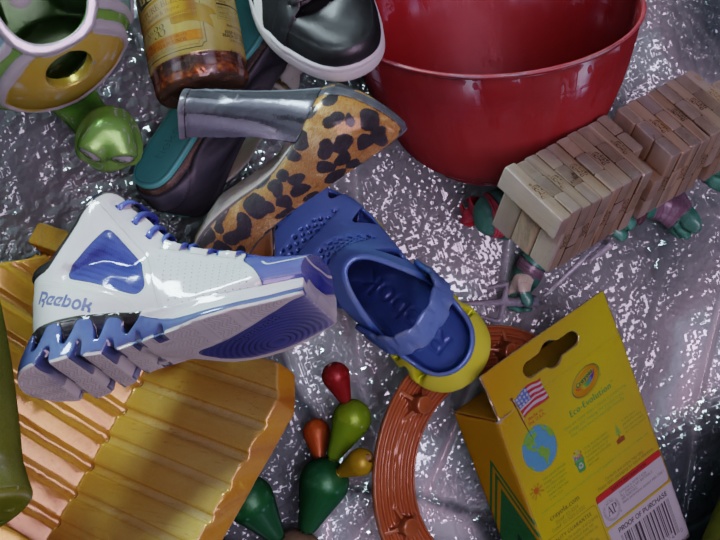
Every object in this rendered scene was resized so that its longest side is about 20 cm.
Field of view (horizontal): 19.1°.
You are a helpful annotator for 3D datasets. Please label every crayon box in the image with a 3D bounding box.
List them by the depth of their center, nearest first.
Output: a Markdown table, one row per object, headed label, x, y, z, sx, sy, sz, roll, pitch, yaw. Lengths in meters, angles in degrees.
| label | x | y | z | sx | sy | sz | roll | pitch | yaw |
| --- | --- | --- | --- | --- | --- | --- | --- | --- | --- |
| crayon box | 0.144 | 0.127 | 1.481 | 0.127 | 0.051 | 0.201 | -32 | 112 | -30 |

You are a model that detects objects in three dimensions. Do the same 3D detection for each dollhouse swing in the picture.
| label | x | y | z | sx | sy | sz | roll | pitch | yaw |
| --- | --- | --- | --- | --- | --- | --- | --- | --- | --- |
| dollhouse swing | -0.170 | 0.093 | 1.346 | 0.181 | 0.176 | 0.200 | 34 | 79 | -16 |

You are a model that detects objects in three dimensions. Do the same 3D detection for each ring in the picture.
| label | x | y | z | sx | sy | sz | roll | pitch | yaw |
| --- | --- | --- | --- | --- | --- | --- | --- | --- | --- |
| ring | 0.092 | 0.138 | 1.487 | 0.200 | 0.019 | 0.201 | -3 | 95 | -35 |

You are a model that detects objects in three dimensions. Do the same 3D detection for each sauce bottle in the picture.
| label | x | y | z | sx | sy | sz | roll | pitch | yaw |
| --- | --- | --- | --- | --- | --- | --- | --- | --- | --- |
| sauce bottle | -0.120 | -0.206 | 1.379 | 0.066 | 0.066 | 0.201 | -9 | 74 | -15 |

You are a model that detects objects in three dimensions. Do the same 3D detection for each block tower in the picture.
| label | x | y | z | sx | sy | sz | roll | pitch | yaw |
| --- | --- | --- | --- | --- | --- | --- | --- | --- | --- |
| block tower | 0.169 | -0.066 | 1.383 | 0.200 | 0.058 | 0.054 | -27 | 59 | -38 |

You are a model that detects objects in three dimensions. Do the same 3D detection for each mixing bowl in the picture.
| label | x | y | z | sx | sy | sz | roll | pitch | yaw |
| --- | --- | --- | --- | --- | --- | --- | --- | --- | --- |
| mixing bowl | 0.089 | -0.126 | 1.423 | 0.199 | 0.200 | 0.109 | -13 | 123 | -15 |

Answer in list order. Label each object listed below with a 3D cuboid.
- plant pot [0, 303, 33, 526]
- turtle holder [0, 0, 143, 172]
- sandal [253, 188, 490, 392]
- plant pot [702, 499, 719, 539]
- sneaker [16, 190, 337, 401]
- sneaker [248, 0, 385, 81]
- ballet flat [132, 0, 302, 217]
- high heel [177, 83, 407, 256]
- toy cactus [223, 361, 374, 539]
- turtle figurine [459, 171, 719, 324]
| label | x | y | z | sx | sy | sz | roll | pitch | yaw |
| --- | --- | --- | --- | --- | --- | --- | --- | --- | --- |
| plant pot | -0.289 | 0.074 | 1.278 | 0.200 | 0.200 | 0.193 | -21 | 77 | -13 |
| turtle holder | -0.210 | -0.155 | 1.346 | 0.140 | 0.132 | 0.186 | -2 | 95 | -17 |
| sandal | 0.000 | 0.000 | 1.420 | 0.200 | 0.087 | 0.080 | 33 | 86 | 14 |
| plant pot | 0.314 | 0.233 | 1.508 | 0.200 | 0.200 | 0.193 | 30 | 98 | -17 |
| sneaker | -0.121 | 0.000 | 1.306 | 0.199 | 0.081 | 0.116 | -14 | 65 | 11 |
| sneaker | -0.051 | -0.217 | 1.344 | 0.073 | 0.112 | 0.200 | -26 | 57 | -8 |
| ballet flat | -0.081 | -0.121 | 1.427 | 0.073 | 0.073 | 0.200 | 32 | 80 | -16 |
| high heel | -0.034 | -0.028 | 1.364 | 0.142 | 0.072 | 0.201 | 2 | 128 | 13 |
| toy cactus | -0.057 | 0.171 | 1.451 | 0.200 | 0.102 | 0.165 | -41 | 114 | -18 |
| turtle figurine | 0.149 | -0.038 | 1.469 | 0.199 | 0.150 | 0.101 | -17 | 82 | -22 |
